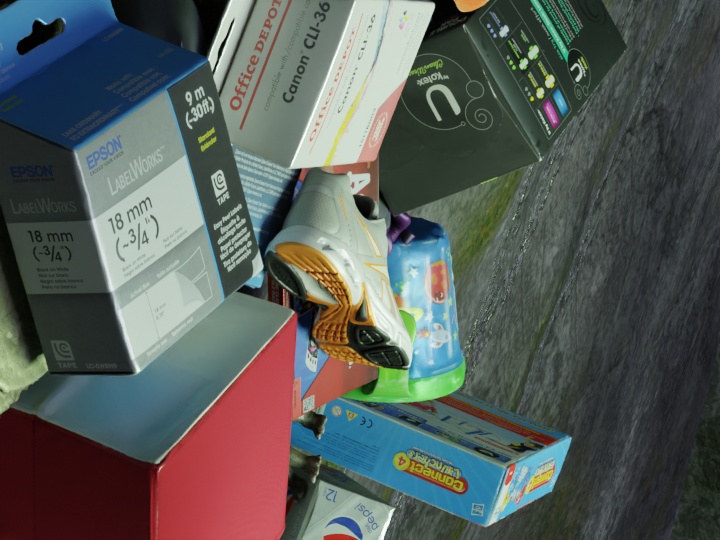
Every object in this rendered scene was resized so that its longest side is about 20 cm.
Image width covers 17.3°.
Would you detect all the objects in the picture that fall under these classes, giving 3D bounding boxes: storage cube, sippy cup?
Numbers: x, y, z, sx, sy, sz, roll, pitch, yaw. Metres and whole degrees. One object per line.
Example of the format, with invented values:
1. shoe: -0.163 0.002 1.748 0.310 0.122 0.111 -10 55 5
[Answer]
1. storage cube: -0.153 0.114 1.444 0.200 0.171 0.180 -47 150 -48
2. sippy cup: 0.022 0.026 1.946 0.139 0.178 0.131 -10 110 -37

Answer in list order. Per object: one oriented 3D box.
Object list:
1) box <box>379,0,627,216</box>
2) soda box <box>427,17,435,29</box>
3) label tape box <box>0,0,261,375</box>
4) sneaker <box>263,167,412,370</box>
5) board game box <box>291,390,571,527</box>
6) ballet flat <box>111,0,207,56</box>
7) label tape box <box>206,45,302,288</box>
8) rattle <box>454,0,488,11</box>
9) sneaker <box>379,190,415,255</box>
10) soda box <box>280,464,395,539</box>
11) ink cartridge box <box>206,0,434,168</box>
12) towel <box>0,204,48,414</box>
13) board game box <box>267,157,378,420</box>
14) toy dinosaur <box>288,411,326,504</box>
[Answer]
1. box: 0.090 -0.157 1.831 0.124 0.148 0.200 58 38 -16
2. soda box: -0.010 -0.208 1.652 0.071 0.063 0.200 -31 161 6
3. label tape box: -0.138 -0.061 1.331 0.144 0.063 0.200 -42 124 -51
4. sneaker: 0.000 0.000 1.701 0.200 0.076 0.092 60 43 -56
5. board game box: 0.059 0.144 2.046 0.196 0.200 0.056 -9 119 -69
6. ballet flat: -0.129 -0.082 1.455 0.073 0.073 0.200 -46 153 -51
7. label tape box: -0.083 -0.096 1.599 0.200 0.063 0.144 -70 162 1
8. rattle: 0.036 -0.254 1.617 0.143 0.130 0.200 -59 141 -65
9. sneaker: -0.015 -0.044 1.787 0.074 0.088 0.200 -52 169 21
10. soda box: -0.035 0.191 1.890 0.200 0.068 0.064 -165 -84 -76
11. ink cartridge box: -0.031 -0.129 1.490 0.200 0.067 0.117 -14 127 -69
12. towel: -0.190 -0.019 1.354 0.200 0.036 0.149 -49 130 -48
13. board game box: -0.027 0.005 1.744 0.103 0.019 0.200 -25 124 -42
14. toy dinosaur: -0.081 0.118 1.799 0.077 0.102 0.200 136 -34 -71
